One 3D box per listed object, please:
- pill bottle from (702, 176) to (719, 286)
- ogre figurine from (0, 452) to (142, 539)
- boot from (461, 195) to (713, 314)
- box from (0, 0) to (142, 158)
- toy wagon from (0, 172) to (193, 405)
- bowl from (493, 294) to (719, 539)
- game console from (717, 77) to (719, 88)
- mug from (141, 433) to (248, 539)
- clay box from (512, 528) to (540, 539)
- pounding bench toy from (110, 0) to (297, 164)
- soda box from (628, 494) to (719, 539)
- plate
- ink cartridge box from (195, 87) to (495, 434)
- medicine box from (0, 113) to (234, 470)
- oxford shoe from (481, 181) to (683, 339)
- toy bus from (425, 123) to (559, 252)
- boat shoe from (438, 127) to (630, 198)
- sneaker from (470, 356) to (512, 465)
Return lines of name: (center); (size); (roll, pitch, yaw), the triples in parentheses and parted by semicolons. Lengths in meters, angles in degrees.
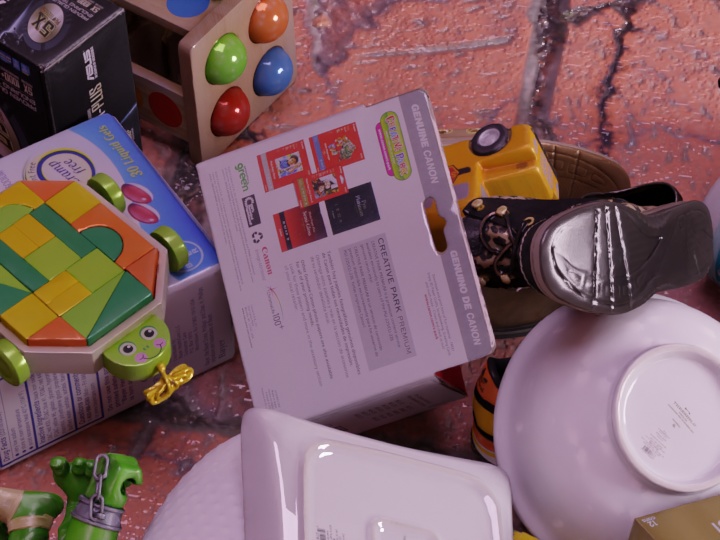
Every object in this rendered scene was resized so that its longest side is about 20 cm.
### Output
pill bottle: (0.334, 0.006, 1.823); (0.110, 0.111, 0.200); (-33, 55, -25)
ogre figurine: (-0.203, 0.193, 1.656); (0.199, 0.098, 0.121); (-13, 59, 34)
boot: (0.126, -0.015, 1.721); (0.150, 0.074, 0.199); (2, 10, 38)
box: (-0.268, -0.159, 1.959); (0.199, 0.164, 0.086); (33, 57, 27)
toy wagon: (-0.189, 0.014, 1.747); (0.155, 0.040, 0.200); (-37, 57, -26)
bowl: (0.194, 0.102, 1.695); (0.199, 0.090, 0.203); (4, 76, -15)
game console: (0.357, -0.065, 1.859); (0.200, 0.176, 0.031); (40, 101, 31)
mug: (-0.044, 0.197, 1.645); (0.198, 0.148, 0.176); (13, 47, 12)
clay box: (0.137, 0.248, 1.657); (0.199, 0.048, 0.115); (24, 54, 22)
pounding bench toy: (-0.136, -0.207, 1.971); (0.155, 0.201, 0.124); (27, 54, 25)
soda box: (0.262, 0.181, 1.661); (0.199, 0.068, 0.064); (-11, 40, -30)
plate: (0.021, 0.185, 1.592); (0.199, 0.032, 0.201); (15, 54, -26)
ink cartridge box: (0.000, 0.000, 1.777); (0.174, 0.084, 0.202); (-18, 73, 14)
medicine box: (-0.218, 0.012, 1.846); (0.199, 0.103, 0.182); (-25, 52, -20)
oxford shoe: (0.144, -0.016, 1.869); (0.199, 0.085, 0.073); (-26, 54, -17)
toy bus: (0.041, -0.038, 1.860); (0.199, 0.065, 0.079); (-16, 43, 18)
boat shoe: (0.101, -0.076, 1.933); (0.198, 0.074, 0.069); (5, 24, 0)
sneaker: (0.174, 0.083, 1.774); (0.198, 0.090, 0.070); (-7, 48, -4)
